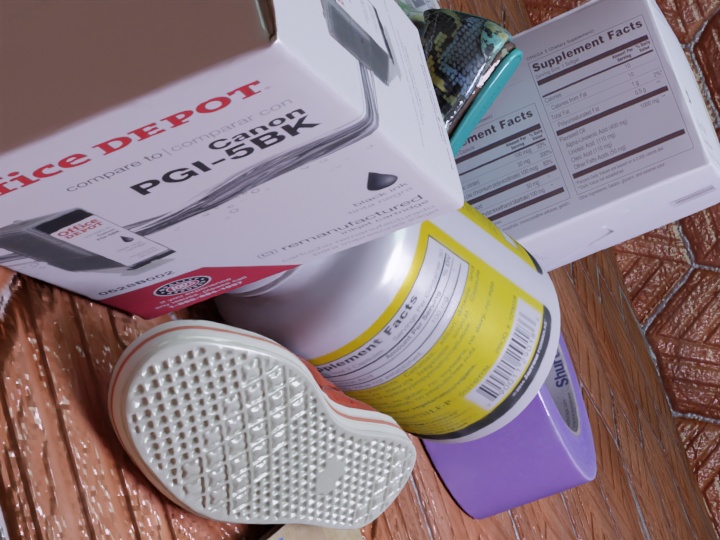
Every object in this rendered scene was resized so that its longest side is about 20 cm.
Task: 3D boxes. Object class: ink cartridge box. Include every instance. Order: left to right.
[{"bbox_3d":[-0.064,-0.056,0.544,0.200,0.146,0.083,29,43,-68],"label":"ink cartridge box"}]

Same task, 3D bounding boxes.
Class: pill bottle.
[{"bbox_3d":[0.000,0.000,0.738,0.200,0.111,0.112,34,35,-47],"label":"pill bottle"}]

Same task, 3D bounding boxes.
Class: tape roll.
[{"bbox_3d":[0.088,0.062,1.094,0.200,0.084,0.201,-21,90,-76],"label":"tape roll"}]

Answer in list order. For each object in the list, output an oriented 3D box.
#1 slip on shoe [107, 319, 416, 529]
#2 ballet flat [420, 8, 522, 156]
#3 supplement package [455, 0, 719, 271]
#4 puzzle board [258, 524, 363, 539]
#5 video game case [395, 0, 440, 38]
[{"bbox_3d":[-0.044,0.061,0.649,0.061,0.074,0.200,36,3,30],"label":"slip on shoe"},{"bbox_3d":[0.011,-0.052,0.863,0.074,0.201,0.074,32,0,0],"label":"ballet flat"},{"bbox_3d":[0.131,-0.076,0.965,0.112,0.155,0.200,70,15,8],"label":"supplement package"},{"bbox_3d":[0.002,0.202,0.696,0.201,0.017,0.151,69,15,1],"label":"puzzle board"},{"bbox_3d":[-0.051,-0.213,0.851,0.181,0.023,0.201,-5,66,-52],"label":"video game case"}]
